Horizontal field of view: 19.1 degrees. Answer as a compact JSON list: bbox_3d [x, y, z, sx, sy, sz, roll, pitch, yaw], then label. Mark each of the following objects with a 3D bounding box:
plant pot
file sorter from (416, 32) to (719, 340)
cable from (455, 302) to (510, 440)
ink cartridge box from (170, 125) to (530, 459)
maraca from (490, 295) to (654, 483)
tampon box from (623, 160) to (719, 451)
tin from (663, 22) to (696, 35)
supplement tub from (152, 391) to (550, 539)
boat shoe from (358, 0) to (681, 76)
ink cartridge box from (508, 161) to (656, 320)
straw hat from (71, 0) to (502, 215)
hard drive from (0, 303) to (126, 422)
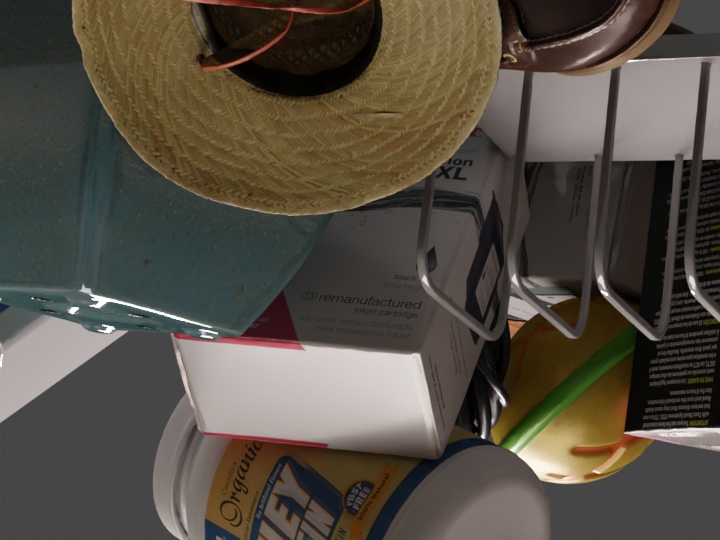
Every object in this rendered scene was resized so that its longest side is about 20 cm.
[{"bbox_3d":[-0.120,-0.073,1.094,0.195,0.202,0.195,2,170,42],"label":"plant pot"},{"bbox_3d":[0.144,-0.036,1.094,0.198,0.126,0.139,0,163,24],"label":"file sorter"},{"bbox_3d":[0.037,0.052,1.342,0.050,0.165,0.200,4,-167,-24],"label":"cable"},{"bbox_3d":[0.000,0.000,1.196,0.143,0.201,0.085,4,133,19],"label":"ink cartridge box"},{"bbox_3d":[0.141,0.076,1.349,0.107,0.137,0.200,53,-175,9],"label":"maraca"},{"bbox_3d":[0.255,0.008,1.239,0.148,0.202,0.126,12,171,-20],"label":"tampon box"},{"bbox_3d":[0.125,-0.104,1.197,0.111,0.042,0.200,5,172,-5],"label":"tin"},{"bbox_3d":[-0.008,0.138,1.217,0.199,0.146,0.144,23,-178,37],"label":"supplement tub"},{"bbox_3d":[0.065,-0.125,0.986,0.070,0.071,0.199,9,173,-31],"label":"boat shoe"},{"bbox_3d":[0.148,-0.016,1.412,0.145,0.085,0.199,18,169,-37],"label":"ink cartridge box"},{"bbox_3d":[-0.033,-0.130,0.973,0.199,0.086,0.202,-1,130,-1],"label":"straw hat"},{"bbox_3d":[-0.146,0.010,1.254,0.025,0.199,0.132,47,150,11],"label":"hard drive"}]
